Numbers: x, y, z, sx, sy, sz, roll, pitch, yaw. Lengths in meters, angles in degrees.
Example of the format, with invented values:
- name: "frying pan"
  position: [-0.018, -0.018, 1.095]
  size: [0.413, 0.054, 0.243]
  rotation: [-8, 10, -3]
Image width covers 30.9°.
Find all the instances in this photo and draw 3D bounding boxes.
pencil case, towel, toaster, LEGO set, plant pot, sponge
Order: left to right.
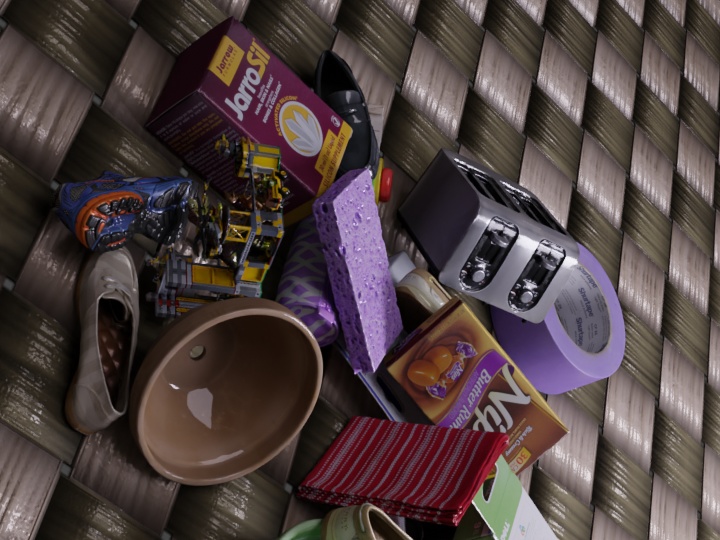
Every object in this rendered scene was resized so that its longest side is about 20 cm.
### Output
- name: "LEGO set"
  position: [-0.154, -0.040, 1.309]
  size: [0.115, 0.200, 0.155]
  rotation: [7, 57, -18]
- name: "plant pot"
  position: [-0.144, 0.103, 1.278]
  size: [0.200, 0.202, 0.093]
  rotation: [18, 17, -41]
- name: "pencil case"
  position: [-0.041, -0.010, 1.486]
  size: [0.084, 0.085, 0.201]
  rotation: [37, 48, -30]
- name: "sponge"
  position: [0.000, 0.000, 1.442]
  size: [0.112, 0.030, 0.202]
  rotation: [-48, 128, -59]
- name: "towel"
  position: [0.046, 0.207, 1.390]
  size: [0.145, 0.198, 0.023]
  rotation: [-47, 132, -47]
- name: "toaster"
  position: [0.157, -0.047, 1.650]
  size: [0.180, 0.119, 0.200]
  rotation: [24, 21, -31]

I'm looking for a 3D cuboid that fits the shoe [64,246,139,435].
- name: "shoe"
  position: [-0.239, 0.059, 1.257]
  size: [0.070, 0.053, 0.202]
  rotation: [26, 53, -37]

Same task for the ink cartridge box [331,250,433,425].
- name: "ink cartridge box"
  position: [0.053, 0.109, 1.563]
  size: [0.200, 0.040, 0.200]
  rotation: [55, 41, -12]

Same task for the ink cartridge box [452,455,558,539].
- name: "ink cartridge box"
  position: [0.156, 0.294, 1.430]
  size: [0.201, 0.059, 0.104]
  rotation: [57, 34, -19]

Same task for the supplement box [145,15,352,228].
- name: "supplement box"
  position: [-0.121, -0.160, 1.462]
  size: [0.200, 0.103, 0.132]
  rotation: [40, 47, -26]

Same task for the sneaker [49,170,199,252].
- name: "sneaker"
  position: [-0.233, -0.071, 1.316]
  size: [0.078, 0.076, 0.200]
  rotation: [31, 16, 21]

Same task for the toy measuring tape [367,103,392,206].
- name: "toy measuring tape"
  position: [0.010, -0.141, 1.617]
  size: [0.073, 0.073, 0.202]
  rotation: [31, 52, -34]

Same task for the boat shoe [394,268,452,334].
- name: "boat shoe"
  position: [0.115, 0.080, 1.557]
  size: [0.200, 0.074, 0.067]
  rotation: [51, 47, -17]

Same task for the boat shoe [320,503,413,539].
- name: "boat shoe"
  position: [0.044, 0.305, 1.281]
  size: [0.200, 0.062, 0.074]
  rotation: [45, 42, -22]

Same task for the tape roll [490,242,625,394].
- name: "tape roll"
  position: [0.273, 0.063, 1.796]
  size: [0.199, 0.085, 0.202]
  rotation: [24, 55, -39]

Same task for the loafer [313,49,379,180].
- name: "loafer"
  position: [-0.023, -0.184, 1.573]
  size: [0.071, 0.067, 0.202]
  rotation: [73, 2, -50]

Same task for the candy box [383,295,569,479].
- name: "candy box"
  position: [0.132, 0.143, 1.495]
  size: [0.200, 0.116, 0.056]
  rotation: [49, 2, -11]

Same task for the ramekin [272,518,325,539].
- name: "ramekin"
  position: [-0.055, 0.352, 1.275]
  size: [0.199, 0.097, 0.202]
  rotation: [24, 54, -38]

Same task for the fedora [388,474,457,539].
- name: "fedora"
  position: [0.064, 0.299, 1.437]
  size: [0.178, 0.090, 0.200]
  rotation: [56, 33, -12]
